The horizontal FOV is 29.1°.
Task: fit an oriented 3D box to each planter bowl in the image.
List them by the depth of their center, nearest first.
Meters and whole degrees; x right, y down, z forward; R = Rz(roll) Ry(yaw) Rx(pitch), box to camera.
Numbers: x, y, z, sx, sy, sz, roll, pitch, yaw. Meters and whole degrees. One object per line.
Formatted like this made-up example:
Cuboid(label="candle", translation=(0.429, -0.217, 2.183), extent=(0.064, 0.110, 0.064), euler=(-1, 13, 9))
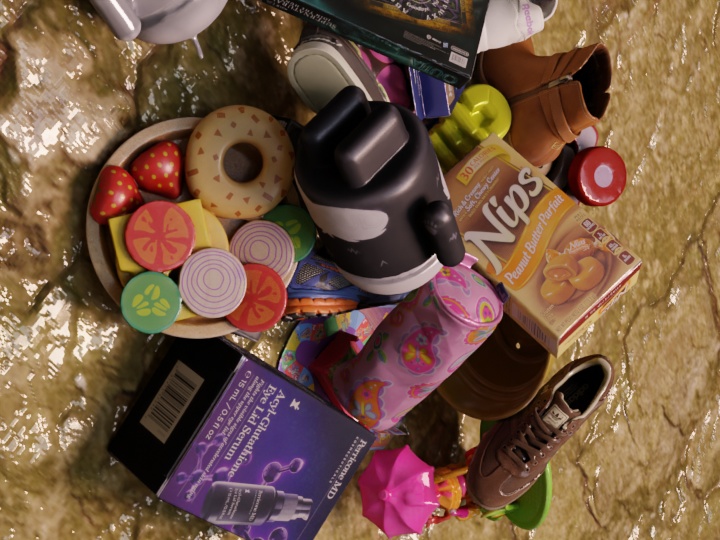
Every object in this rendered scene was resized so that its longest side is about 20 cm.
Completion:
Cuboid(label="planter bowl", translation=(0.151, 0.051, 1.453), extent=(0.083, 0.200, 0.202), euler=(-5, 103, -41))

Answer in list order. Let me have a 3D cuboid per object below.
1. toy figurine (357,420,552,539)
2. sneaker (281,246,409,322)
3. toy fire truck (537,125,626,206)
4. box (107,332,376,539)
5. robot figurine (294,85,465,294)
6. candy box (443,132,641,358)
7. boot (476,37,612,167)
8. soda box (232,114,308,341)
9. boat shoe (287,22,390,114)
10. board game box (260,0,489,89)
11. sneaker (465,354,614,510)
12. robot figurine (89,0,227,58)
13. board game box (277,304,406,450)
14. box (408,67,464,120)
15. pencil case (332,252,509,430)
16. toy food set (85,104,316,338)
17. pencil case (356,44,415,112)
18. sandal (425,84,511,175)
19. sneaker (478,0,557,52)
Cuboid(label="toy figurine", translation=(0.080, 0.230, 1.493), extent=(0.183, 0.200, 0.151), euler=(-10, 69, -21))
Cuboid(label="sneaker", translation=(0.000, 0.000, 1.392), extent=(0.199, 0.075, 0.079), euler=(-9, 90, -46))
Cuboid(label="toy fire truck", translation=(0.186, -0.083, 1.532), extent=(0.167, 0.112, 0.202), euler=(19, 86, -25))
Cuboid(label="box", translation=(-0.107, 0.160, 1.291), extent=(0.200, 0.104, 0.149), euler=(34, 86, -41))
Cuboid(label="robot figurine", translation=(0.015, -0.068, 1.216), extent=(0.201, 0.124, 0.151), euler=(66, 11, -50))
Cuboid(label="candy box", translation=(0.158, -0.026, 1.343), extent=(0.115, 0.200, 0.055), euler=(-41, 159, -14))
Cuboid(label="boot", translation=(0.191, -0.205, 1.437), extent=(0.076, 0.155, 0.201), euler=(22, 59, -25))
Cuboid(label="soda box", translation=(-0.098, -0.041, 1.296), extent=(0.071, 0.063, 0.201), euler=(29, 80, -43))
Cuboid(label="boat shoe", translation=(0.000, -0.142, 1.283), extent=(0.202, 0.071, 0.061), euler=(58, 27, -37))
Cuboid(label="board game box", translation=(0.021, -0.261, 1.245), extent=(0.199, 0.028, 0.136), euler=(22, 65, -14))
Cuboid(label="sneaker", translation=(0.181, 0.155, 1.403), extent=(0.200, 0.070, 0.076), euler=(-46, 169, -19))
Cuboid(label="robot figurine", translation=(-0.179, -0.267, 1.133), extent=(0.200, 0.112, 0.170), euler=(51, 47, -37))
Cuboid(label="board game box", translation=(0.000, 0.116, 1.437), extent=(0.199, 0.039, 0.159), euler=(3, 98, -44))
Cuboid(label="box", translation=(0.078, -0.227, 1.366), extent=(0.200, 0.032, 0.122), euler=(-61, 144, -63))
Cuboid(label="pencil case", translation=(0.054, 0.070, 1.333), extent=(0.087, 0.088, 0.200), euler=(-7, 148, -42))
Cuboid(label="toy food set", translation=(-0.138, -0.036, 1.215), extent=(0.198, 0.049, 0.200), euler=(-14, 92, -16))
Cuboid(label="pencil case", translation=(0.011, -0.244, 1.337), extent=(0.093, 0.091, 0.202), euler=(-9, 109, -10))
Cuboid(label="sandal", translation=(0.066, -0.109, 1.425), extent=(0.199, 0.087, 0.080), euler=(-32, 87, -14))
Cuboid(label="sneaker", translation=(0.150, -0.266, 1.395), extent=(0.200, 0.099, 0.075), euler=(-76, 156, -61))
